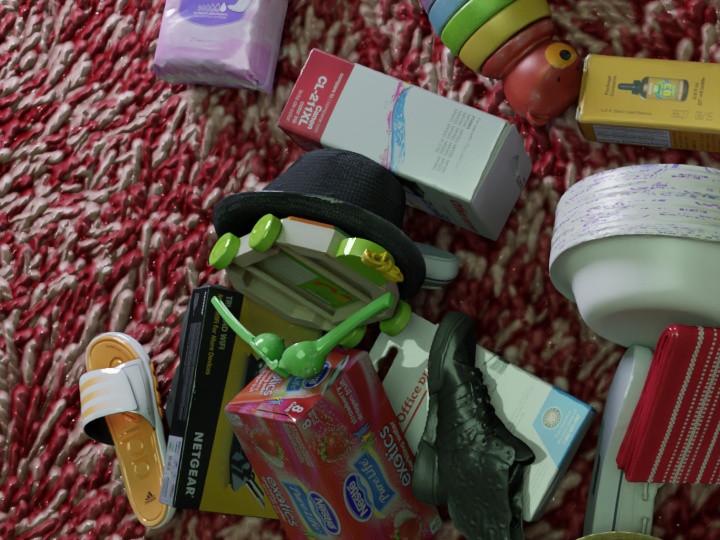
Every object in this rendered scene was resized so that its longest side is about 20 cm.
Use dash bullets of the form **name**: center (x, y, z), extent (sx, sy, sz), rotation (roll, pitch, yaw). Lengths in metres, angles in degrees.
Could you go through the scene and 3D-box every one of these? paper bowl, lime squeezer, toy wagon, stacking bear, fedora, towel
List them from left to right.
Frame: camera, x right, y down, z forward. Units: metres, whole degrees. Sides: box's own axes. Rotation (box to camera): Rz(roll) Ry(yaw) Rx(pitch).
- **lime squeezer**: center (-0.062, 0.053, 0.983), extent (0.200, 0.038, 0.071), rotation (-2, 82, 39)
- **toy wagon**: center (-0.029, 0.005, 0.997), extent (0.200, 0.155, 0.040), rotation (-20, 43, 53)
- **fedora**: center (-0.028, -0.046, 1.051), extent (0.200, 0.201, 0.092), rotation (12, 63, 19)
- **stacking bear**: center (0.135, -0.230, 1.117), extent (0.121, 0.114, 0.200), rotation (-29, 81, -34)
- **paper bowl**: center (0.256, 0.002, 0.979), extent (0.200, 0.201, 0.105), rotation (3, 68, 17)
- **towel**: center (0.314, 0.111, 0.960), extent (0.199, 0.023, 0.145), rotation (5, 116, -15)

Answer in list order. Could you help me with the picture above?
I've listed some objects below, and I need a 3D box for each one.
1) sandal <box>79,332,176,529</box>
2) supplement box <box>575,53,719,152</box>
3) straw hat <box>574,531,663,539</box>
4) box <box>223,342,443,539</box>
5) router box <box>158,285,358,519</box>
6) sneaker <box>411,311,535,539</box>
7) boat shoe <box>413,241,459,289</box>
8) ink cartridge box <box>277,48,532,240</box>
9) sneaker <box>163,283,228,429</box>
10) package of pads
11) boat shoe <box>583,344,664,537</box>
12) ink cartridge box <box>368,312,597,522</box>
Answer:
- **sandal**: center (-0.235, 0.153, 1.170), extent (0.079, 0.059, 0.207), rotation (-32, 68, 26)
- **supplement box**: center (0.300, -0.148, 1.073), extent (0.199, 0.069, 0.067), rotation (8, 82, 17)
- **straw hat**: center (0.221, 0.302, 1.002), extent (0.200, 0.085, 0.202), rotation (2, 98, 11)
- **box**: center (-0.020, 0.172, 1.026), extent (0.095, 0.200, 0.100), rotation (4, 36, 44)
- **router box**: center (-0.090, 0.126, 1.099), extent (0.157, 0.052, 0.201), rotation (11, 81, -25)
- **sneaker**: center (0.105, 0.141, 1.005), extent (0.104, 0.060, 0.201), rotation (9, 89, 27)
- **boat shoe**: center (0.000, 0.000, 1.143), extent (0.199, 0.072, 0.062), rotation (8, 99, 26)
- **ink cartridge box**: center (0.045, -0.114, 1.100), extent (0.200, 0.146, 0.083), rotation (24, 85, 20)
- **sneaker**: center (-0.156, 0.113, 1.150), extent (0.091, 0.076, 0.201), rotation (-6, 79, 54)
- **package of pads**: center (-0.134, -0.285, 1.225), extent (0.120, 0.076, 0.201), rotation (8, 82, 15)
- **boat shoe**: center (0.237, 0.162, 1.012), extent (0.065, 0.072, 0.201), rotation (9, 102, 4)
- **ink cartridge box**: center (0.098, 0.127, 1.080), extent (0.200, 0.068, 0.116), rotation (29, 90, 19)
